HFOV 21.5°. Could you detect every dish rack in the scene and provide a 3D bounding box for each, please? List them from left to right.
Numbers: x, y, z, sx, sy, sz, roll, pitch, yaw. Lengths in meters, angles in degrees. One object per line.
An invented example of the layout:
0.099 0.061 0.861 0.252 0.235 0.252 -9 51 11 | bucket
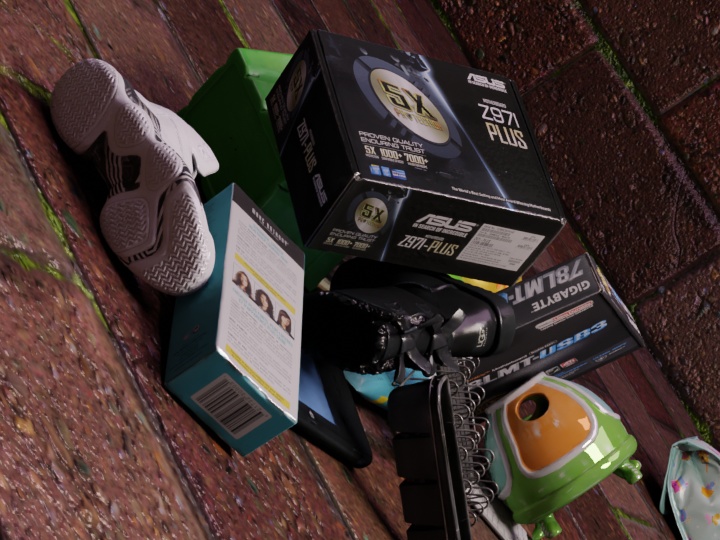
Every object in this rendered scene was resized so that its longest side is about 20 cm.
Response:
0.073 0.138 1.524 0.200 0.055 0.154 -39 123 -68 | dish rack

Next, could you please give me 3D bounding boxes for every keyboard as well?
0.121 0.221 1.760 0.200 0.011 0.056 50 13 -24 | keyboard

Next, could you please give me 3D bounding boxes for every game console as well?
-0.065 0.049 1.450 0.200 0.031 0.177 39 20 -51 | game console

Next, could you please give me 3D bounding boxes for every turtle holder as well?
0.186 0.164 1.796 0.132 0.141 0.186 55 21 5 | turtle holder

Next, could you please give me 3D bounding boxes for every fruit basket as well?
-0.033 -0.085 1.624 0.216 0.156 0.216 36 25 -20 | fruit basket

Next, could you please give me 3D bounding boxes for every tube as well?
0.021 0.095 1.631 0.077 0.050 0.200 40 6 31 | tube

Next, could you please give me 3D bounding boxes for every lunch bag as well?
0.492 0.326 2.658 0.200 0.122 0.170 64 14 12 | lunch bag

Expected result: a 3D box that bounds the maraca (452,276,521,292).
0.111 0.001 2.076 0.200 0.107 0.137 38 22 -54 | maraca

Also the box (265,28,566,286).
0.043 -0.088 1.510 0.200 0.086 0.164 11 45 -29 | box

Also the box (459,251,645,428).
0.154 0.069 1.796 0.050 0.200 0.199 69 10 23 | box

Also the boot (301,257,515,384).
0.005 0.034 1.478 0.198 0.073 0.162 16 15 42 | boot

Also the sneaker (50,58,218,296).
-0.138 -0.057 1.341 0.200 0.075 0.115 58 15 28 | sneaker

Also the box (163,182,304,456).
-0.084 0.030 1.308 0.082 0.049 0.200 46 23 -26 | box

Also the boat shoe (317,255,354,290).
0.000 0.000 1.671 0.200 0.065 0.072 42 14 10 | boat shoe
